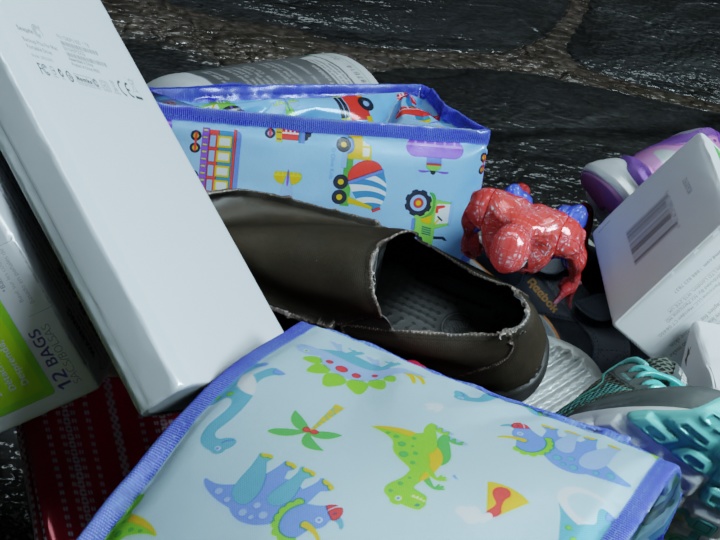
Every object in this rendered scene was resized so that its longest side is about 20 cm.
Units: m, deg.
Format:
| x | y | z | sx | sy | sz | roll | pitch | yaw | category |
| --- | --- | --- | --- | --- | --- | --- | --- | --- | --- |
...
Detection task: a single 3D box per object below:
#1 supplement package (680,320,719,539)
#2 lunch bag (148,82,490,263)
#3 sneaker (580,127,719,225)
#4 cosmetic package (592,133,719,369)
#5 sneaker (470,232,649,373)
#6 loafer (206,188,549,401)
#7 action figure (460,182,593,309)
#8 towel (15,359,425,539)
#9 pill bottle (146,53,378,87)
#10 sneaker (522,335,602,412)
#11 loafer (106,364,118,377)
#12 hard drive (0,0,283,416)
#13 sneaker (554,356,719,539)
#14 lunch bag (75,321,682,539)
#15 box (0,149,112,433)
| x | y | z | sx | sy | sz | roll | pitch | yaw | category |
| --- | --- | --- | --- | --- | --- | --- | --- | --- | --- |
| 0.239 | 0.116 | 0.804 | 0.198 | 0.121 | 0.121 | 11 | 24 | -1 | supplement package |
| -0.046 | -0.017 | 0.941 | 0.198 | 0.152 | 0.094 | 0 | 21 | -23 | lunch bag |
| 0.187 | -0.020 | 1.024 | 0.088 | 0.200 | 0.081 | -34 | 65 | -3 | sneaker |
| 0.217 | 0.039 | 0.899 | 0.200 | 0.085 | 0.108 | 39 | 21 | -18 | cosmetic package |
| 0.116 | 0.020 | 1.006 | 0.199 | 0.080 | 0.078 | 28 | 10 | 33 | sneaker |
| 0.000 | 0.000 | 0.851 | 0.198 | 0.072 | 0.073 | 17 | 60 | 5 | loafer |
| 0.084 | -0.016 | 0.885 | 0.065 | 0.052 | 0.200 | 23 | 5 | 9 | action figure |
| -0.041 | 0.103 | 0.755 | 0.198 | 0.023 | 0.145 | -1 | 56 | -25 | towel |
| -0.079 | -0.070 | 1.098 | 0.113 | 0.114 | 0.199 | 28 | 28 | 35 | pill bottle |
| 0.022 | 0.059 | 0.908 | 0.199 | 0.082 | 0.074 | 20 | 60 | 5 | sneaker |
| -0.083 | 0.054 | 0.868 | 0.199 | 0.072 | 0.073 | 19 | 24 | 19 | loafer |
| -0.099 | -0.037 | 0.715 | 0.201 | 0.026 | 0.132 | 61 | 16 | 11 | hard drive |
| 0.114 | 0.069 | 0.744 | 0.077 | 0.200 | 0.091 | 38 | 67 | -5 | sneaker |
| 0.001 | 0.119 | 0.631 | 0.169 | 0.128 | 0.201 | 20 | 57 | 21 | lunch bag |
| -0.207 | 0.021 | 0.727 | 0.199 | 0.113 | 0.101 | -24 | 19 | 13 | box |
